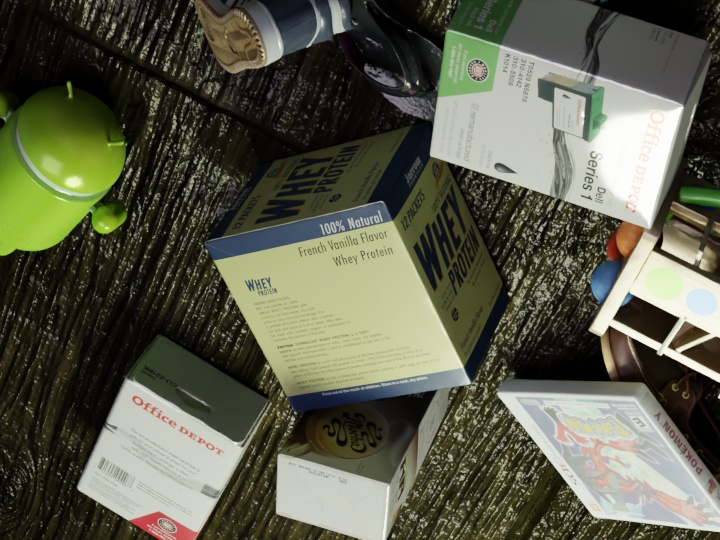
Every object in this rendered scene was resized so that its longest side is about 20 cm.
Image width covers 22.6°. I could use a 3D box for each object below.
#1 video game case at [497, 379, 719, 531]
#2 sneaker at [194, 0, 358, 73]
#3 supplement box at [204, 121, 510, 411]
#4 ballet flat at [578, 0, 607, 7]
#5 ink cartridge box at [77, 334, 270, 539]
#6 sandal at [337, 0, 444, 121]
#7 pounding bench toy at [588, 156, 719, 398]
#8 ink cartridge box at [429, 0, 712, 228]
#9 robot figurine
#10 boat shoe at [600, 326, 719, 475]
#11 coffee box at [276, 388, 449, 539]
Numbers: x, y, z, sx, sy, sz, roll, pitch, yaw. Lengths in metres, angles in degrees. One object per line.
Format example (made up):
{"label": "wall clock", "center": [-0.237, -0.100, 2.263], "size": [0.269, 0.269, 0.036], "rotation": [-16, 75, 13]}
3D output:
{"label": "video game case", "center": [0.243, 0.174, 1.703], "size": [0.183, 0.023, 0.199], "rotation": [51, 152, -22]}
{"label": "sneaker", "center": [-0.071, -0.223, 1.558], "size": [0.071, 0.108, 0.200], "rotation": [66, 166, -17]}
{"label": "supplement box", "center": [0.000, 0.000, 1.667], "size": [0.198, 0.135, 0.201], "rotation": [-12, 119, 30]}
{"label": "ballet flat", "center": [0.182, -0.237, 1.457], "size": [0.062, 0.067, 0.200], "rotation": [45, 130, 0]}
{"label": "ink cartridge box", "center": [-0.202, 0.187, 1.931], "size": [0.143, 0.084, 0.201], "rotation": [31, 132, 1]}
{"label": "sandal", "center": [0.011, -0.198, 1.571], "size": [0.200, 0.048, 0.075], "rotation": [44, 130, -10]}
{"label": "pounding bench toy", "center": [0.297, -0.024, 1.522], "size": [0.155, 0.125, 0.201], "rotation": [27, 131, 4]}
{"label": "ink cartridge box", "center": [0.167, -0.137, 1.453], "size": [0.198, 0.085, 0.147], "rotation": [19, 140, 12]}
{"label": "robot figurine", "center": [-0.304, -0.098, 1.743], "size": [0.176, 0.116, 0.200], "rotation": [47, 130, -3]}
{"label": "boat shoe", "center": [0.286, 0.114, 1.668], "size": [0.070, 0.071, 0.201], "rotation": [-7, 130, 36]}
{"label": "coffee box", "center": [0.006, 0.160, 1.740], "size": [0.112, 0.200, 0.081], "rotation": [14, 126, 14]}
